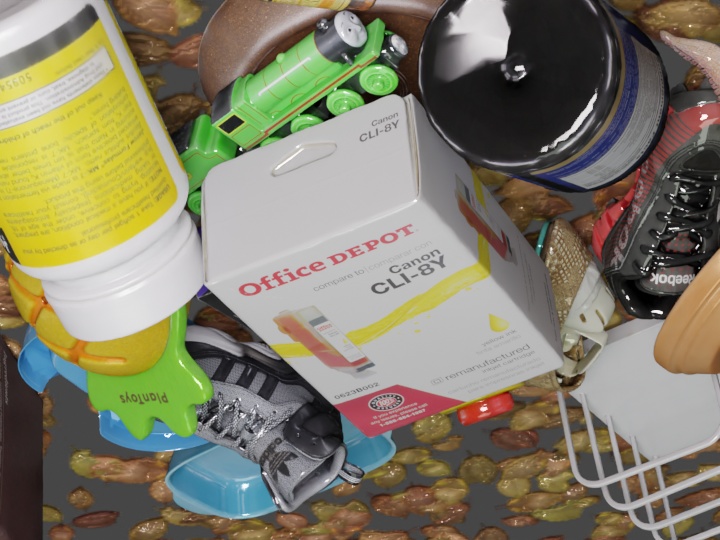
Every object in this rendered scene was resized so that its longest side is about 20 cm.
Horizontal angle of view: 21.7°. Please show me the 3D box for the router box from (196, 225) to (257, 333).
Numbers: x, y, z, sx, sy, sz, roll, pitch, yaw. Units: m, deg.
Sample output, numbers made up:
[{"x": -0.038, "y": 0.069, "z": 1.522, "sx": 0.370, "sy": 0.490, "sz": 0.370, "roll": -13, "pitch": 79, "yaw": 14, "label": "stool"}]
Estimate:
[{"x": 0.000, "y": 0.000, "z": 1.273, "sx": 0.157, "sy": 0.052, "sz": 0.200, "roll": -20, "pitch": 155, "yaw": 18, "label": "router box"}]

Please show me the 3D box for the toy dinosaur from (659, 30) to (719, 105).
[{"x": 0.271, "y": -0.089, "z": 1.141, "sx": 0.199, "sy": 0.086, "sz": 0.136, "roll": 8, "pitch": 104, "yaw": -25, "label": "toy dinosaur"}]

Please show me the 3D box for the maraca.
[{"x": -0.161, "y": 0.018, "z": 1.210, "sx": 0.137, "sy": 0.107, "sz": 0.200, "roll": -6, "pitch": 110, "yaw": 44, "label": "maraca"}]

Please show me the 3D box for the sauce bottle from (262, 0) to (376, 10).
[{"x": -0.085, "y": -0.181, "z": 1.016, "sx": 0.199, "sy": 0.066, "sz": 0.066, "roll": 4, "pitch": 144, "yaw": -15, "label": "sauce bottle"}]

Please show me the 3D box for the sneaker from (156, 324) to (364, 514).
[{"x": -0.081, "y": 0.105, "z": 1.310, "sx": 0.200, "sy": 0.114, "sz": 0.076, "roll": 12, "pitch": 123, "yaw": -40, "label": "sneaker"}]

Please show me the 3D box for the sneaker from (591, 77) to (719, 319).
[{"x": 0.210, "y": -0.039, "z": 1.248, "sx": 0.071, "sy": 0.098, "sz": 0.201, "roll": 3, "pitch": 143, "yaw": -12, "label": "sneaker"}]

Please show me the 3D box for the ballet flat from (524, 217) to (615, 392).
[{"x": 0.150, "y": 0.029, "z": 1.355, "sx": 0.065, "sy": 0.071, "sz": 0.200, "roll": 21, "pitch": 155, "yaw": 11, "label": "ballet flat"}]

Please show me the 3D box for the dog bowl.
[{"x": -0.166, "y": 0.067, "z": 1.372, "sx": 0.111, "sy": 0.050, "sz": 0.200, "roll": -22, "pitch": 143, "yaw": 20, "label": "dog bowl"}]

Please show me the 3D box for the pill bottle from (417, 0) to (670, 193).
[{"x": 0.114, "y": -0.103, "z": 1.076, "sx": 0.112, "sy": 0.112, "sz": 0.200, "roll": -21, "pitch": 171, "yaw": 18, "label": "pill bottle"}]

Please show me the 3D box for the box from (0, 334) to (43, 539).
[{"x": -0.329, "y": 0.126, "z": 1.324, "sx": 0.165, "sy": 0.165, "sz": 0.200, "roll": -11, "pitch": 146, "yaw": 5, "label": "box"}]

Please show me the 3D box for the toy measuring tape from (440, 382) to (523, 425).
[{"x": 0.087, "y": 0.077, "z": 1.380, "sx": 0.073, "sy": 0.074, "sz": 0.200, "roll": -12, "pitch": 174, "yaw": 6, "label": "toy measuring tape"}]

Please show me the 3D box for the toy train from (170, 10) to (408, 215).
[{"x": -0.053, "y": -0.094, "z": 1.111, "sx": 0.056, "sy": 0.042, "sz": 0.200, "roll": 34, "pitch": 134, "yaw": -26, "label": "toy train"}]

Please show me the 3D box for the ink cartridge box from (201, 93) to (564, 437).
[{"x": 0.014, "y": 0.003, "z": 1.129, "sx": 0.145, "sy": 0.084, "sz": 0.200, "roll": -21, "pitch": 140, "yaw": 20, "label": "ink cartridge box"}]

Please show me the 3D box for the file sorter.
[{"x": 0.258, "y": 0.134, "z": 1.484, "sx": 0.139, "sy": 0.125, "sz": 0.200, "roll": -25, "pitch": 141, "yaw": 23, "label": "file sorter"}]

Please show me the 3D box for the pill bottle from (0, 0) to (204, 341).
[{"x": -0.165, "y": -0.067, "z": 1.060, "sx": 0.114, "sy": 0.114, "sz": 0.200, "roll": -16, "pitch": 119, "yaw": 13, "label": "pill bottle"}]

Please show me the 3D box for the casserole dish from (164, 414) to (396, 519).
[{"x": -0.065, "y": 0.141, "z": 1.509, "sx": 0.200, "sy": 0.039, "sz": 0.121, "roll": -25, "pitch": 142, "yaw": 26, "label": "casserole dish"}]

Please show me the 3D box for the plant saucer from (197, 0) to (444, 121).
[{"x": 0.001, "y": -0.119, "z": 1.150, "sx": 0.200, "sy": 0.035, "sz": 0.200, "roll": -5, "pitch": 147, "yaw": -4, "label": "plant saucer"}]

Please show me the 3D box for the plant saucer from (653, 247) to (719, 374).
[{"x": 0.283, "y": 0.003, "z": 1.283, "sx": 0.200, "sy": 0.037, "sz": 0.200, "roll": -37, "pitch": 158, "yaw": -18, "label": "plant saucer"}]
